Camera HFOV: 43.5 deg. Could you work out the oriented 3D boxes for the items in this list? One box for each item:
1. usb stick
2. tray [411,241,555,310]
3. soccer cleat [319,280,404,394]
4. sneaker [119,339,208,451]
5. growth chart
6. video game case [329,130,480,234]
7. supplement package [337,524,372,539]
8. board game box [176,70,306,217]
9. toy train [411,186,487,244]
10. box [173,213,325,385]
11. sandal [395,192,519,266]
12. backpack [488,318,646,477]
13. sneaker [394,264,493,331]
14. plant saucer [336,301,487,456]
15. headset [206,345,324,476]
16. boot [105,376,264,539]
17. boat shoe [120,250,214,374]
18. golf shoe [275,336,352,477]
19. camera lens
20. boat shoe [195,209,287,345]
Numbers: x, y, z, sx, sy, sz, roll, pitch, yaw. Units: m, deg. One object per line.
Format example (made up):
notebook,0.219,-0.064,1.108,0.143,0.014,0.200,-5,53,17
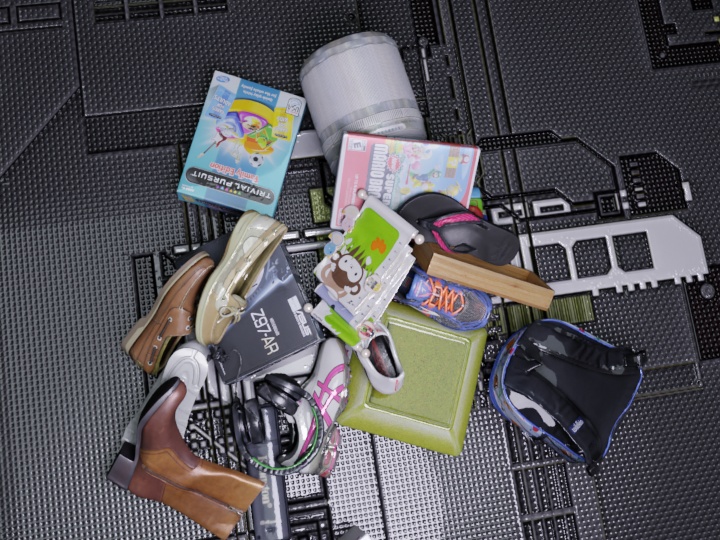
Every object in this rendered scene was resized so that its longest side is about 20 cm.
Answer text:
usb stick,-0.136,0.294,1.299,0.055,0.033,0.203,-6,80,-9
tray,0.180,0.004,1.340,0.197,0.099,0.037,16,104,-15
soccer cleat,0.005,0.082,1.283,0.068,0.085,0.202,-25,79,-16
sneaker,-0.274,0.191,1.287,0.076,0.081,0.201,32,96,-13
growth chart,0.000,0.000,1.252,0.144,0.018,0.202,29,94,26
video game case,0.062,-0.119,1.288,0.197,0.018,0.145,5,116,-10
supplement package,0.004,0.477,1.218,0.151,0.151,0.201,-37,85,-12
board game box,-0.180,-0.187,1.383,0.149,0.047,0.203,16,77,-3
toy train,0.091,-0.105,1.387,0.197,0.085,0.117,-1,67,-6
box,-0.162,0.043,1.319,0.159,0.044,0.202,-24,82,7
sandal,0.145,-0.055,1.296,0.198,0.045,0.076,19,114,-16
backpack,0.287,0.166,1.316,0.189,0.154,0.201,34,70,-7
sneaker,0.100,0.036,1.324,0.198,0.078,0.076,20,92,22
plant saucer,0.082,0.154,1.345,0.197,0.048,0.203,16,78,-4
headset,-0.135,0.186,1.238,0.123,0.094,0.200,-39,78,-8
boot,-0.221,0.260,1.233,0.198,0.069,0.190,29,100,-11
boat shoe,-0.258,0.062,1.284,0.068,0.072,0.201,43,112,9
golf shoe,-0.066,0.192,1.301,0.091,0.073,0.203,13,77,-15
camera lens,0.005,-0.244,1.359,0.158,0.160,0.203,-17,81,-10
boat shoe,-0.169,0.016,1.265,0.062,0.073,0.203,22,82,15
